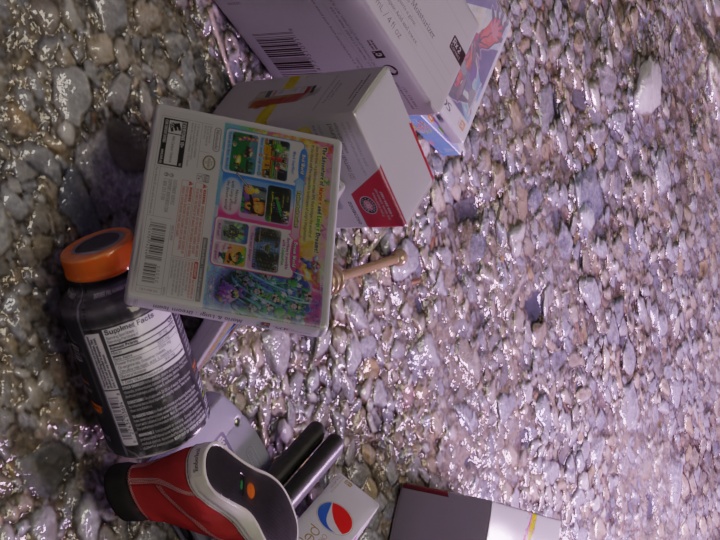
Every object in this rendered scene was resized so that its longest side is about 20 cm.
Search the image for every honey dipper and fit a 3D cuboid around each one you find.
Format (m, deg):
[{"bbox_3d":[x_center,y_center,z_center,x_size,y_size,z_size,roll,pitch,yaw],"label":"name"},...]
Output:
[{"bbox_3d":[0.000,0.000,1.529,0.199,0.038,0.039,-16,106,-53],"label":"honey dipper"}]

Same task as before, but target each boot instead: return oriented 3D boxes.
[{"bbox_3d":[-0.159,0.238,1.259,0.200,0.143,0.073,50,35,-43],"label":"boot"}]

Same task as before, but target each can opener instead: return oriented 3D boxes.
[{"bbox_3d":[-0.091,0.248,1.377,0.200,0.053,0.067,-45,158,-42],"label":"can opener"}]

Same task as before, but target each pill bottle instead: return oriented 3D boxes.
[{"bbox_3d":[-0.216,0.064,1.193,0.106,0.105,0.203,-37,121,-44],"label":"pill bottle"}]

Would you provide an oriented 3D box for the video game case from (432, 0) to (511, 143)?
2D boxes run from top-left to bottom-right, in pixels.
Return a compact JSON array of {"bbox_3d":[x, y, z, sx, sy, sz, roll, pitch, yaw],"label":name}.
[{"bbox_3d":[0.116,-0.295,1.610,0.182,0.023,0.202,47,56,-43],"label":"video game case"}]

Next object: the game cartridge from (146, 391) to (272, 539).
[{"bbox_3d":[-0.146,0.235,1.357,0.133,0.040,0.202,-46,128,-36],"label":"game cartridge"}]

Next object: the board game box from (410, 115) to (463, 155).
[{"bbox_3d":[0.106,-0.273,1.647,0.151,0.036,0.203,36,66,-48],"label":"board game box"}]

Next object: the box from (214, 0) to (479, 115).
[{"bbox_3d":[-0.013,-0.276,1.355,0.199,0.198,0.132,49,56,-42],"label":"box"}]

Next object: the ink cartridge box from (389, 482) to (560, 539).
[{"bbox_3d":[0.149,0.373,1.665,0.199,0.144,0.147,27,71,-51],"label":"ink cartridge box"}]

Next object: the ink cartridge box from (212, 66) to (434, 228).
[{"bbox_3d":[-0.044,-0.121,1.323,0.084,0.198,0.146,-57,133,-38],"label":"ink cartridge box"}]

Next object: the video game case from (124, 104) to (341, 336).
[{"bbox_3d":[-0.112,-0.047,1.164,0.179,0.024,0.203,10,61,-12],"label":"video game case"}]

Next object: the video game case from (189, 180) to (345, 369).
[{"bbox_3d":[-0.104,0.011,1.289,0.024,0.200,0.182,40,51,2],"label":"video game case"}]

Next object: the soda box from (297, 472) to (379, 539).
[{"bbox_3d":[-0.055,0.311,1.410,0.069,0.063,0.200,-59,170,32],"label":"soda box"}]
